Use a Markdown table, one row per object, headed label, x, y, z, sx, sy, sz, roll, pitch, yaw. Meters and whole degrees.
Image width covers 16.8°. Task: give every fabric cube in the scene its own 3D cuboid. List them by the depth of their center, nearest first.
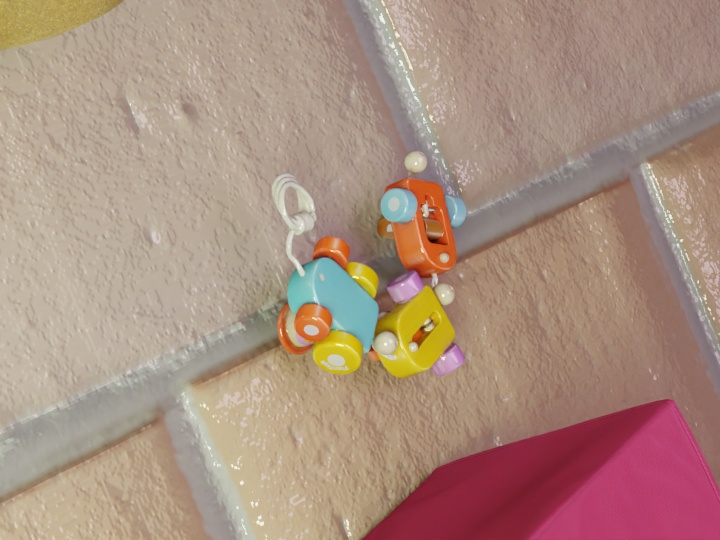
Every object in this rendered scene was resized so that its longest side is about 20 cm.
| label | x | y | z | sx | sy | sz | roll | pitch | yaw |
| --- | --- | --- | --- | --- | --- | --- | --- | --- | --- |
| fabric cube | 0.111 | 0.223 | 1.456 | 0.199 | 0.196 | 0.200 | -38 | 104 | -51 |

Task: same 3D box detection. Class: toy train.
| label | x | y | z | sx | sy | sz | roll | pitch | yaw |
| --- | --- | --- | --- | --- | --- | --- | --- | --- | --- |
| toy train | 0.000 | 0.000 | 1.545 | 0.200 | 0.056 | 0.150 | -1 | 73 | -54 |

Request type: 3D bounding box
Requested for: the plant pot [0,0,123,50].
| label | x | y | z | sx | sy | sz | roll | pitch | yaw |
| --- | --- | --- | --- | --- | --- | --- | --- | --- | --- |
| plant pot | -0.203 | -0.229 | 1.326 | 0.186 | 0.186 | 0.200 | -45 | 124 | -50 |
